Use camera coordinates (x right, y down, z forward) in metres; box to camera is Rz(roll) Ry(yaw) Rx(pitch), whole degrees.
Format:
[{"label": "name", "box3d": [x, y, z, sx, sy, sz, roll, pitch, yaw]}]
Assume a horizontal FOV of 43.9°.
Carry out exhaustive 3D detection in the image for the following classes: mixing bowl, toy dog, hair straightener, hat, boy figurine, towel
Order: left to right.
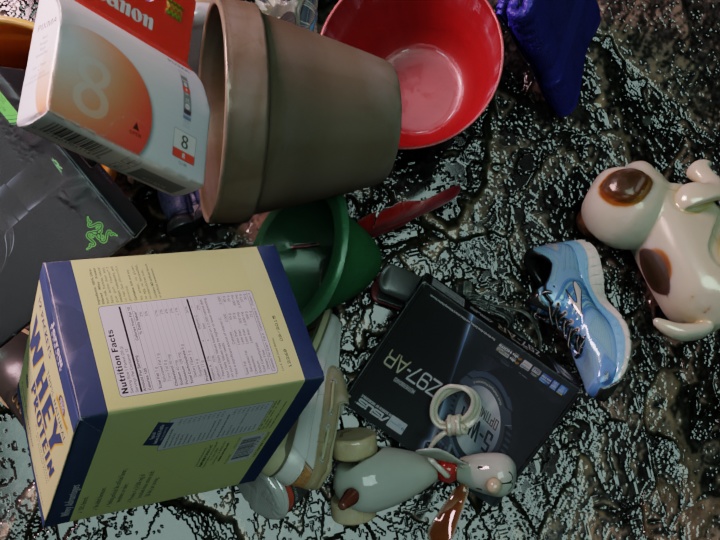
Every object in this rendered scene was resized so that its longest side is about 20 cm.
[{"label": "boy figurine", "box3d": [-0.202, -0.144, 0.967, 0.123, 0.064, 0.203, -19, 85, 0]}, {"label": "hat", "box3d": [0.000, 0.000, 0.963, 0.174, 0.199, 0.168, 18, 46, -38]}, {"label": "toy dog", "box3d": [0.050, 0.210, 0.890, 0.198, 0.096, 0.133, -24, 99, 13]}, {"label": "mixing bowl", "box3d": [0.059, -0.216, 0.977, 0.197, 0.108, 0.204, -1, 82, 10]}, {"label": "hair straightener", "box3d": [0.110, 0.044, 0.965, 0.198, 0.077, 0.041, 26, 68, -1]}, {"label": "towel", "box3d": [0.209, -0.283, 0.985, 0.049, 0.200, 0.150, 10, 73, 30]}, {"label": "toy dog", "box3d": [0.334, -0.034, 0.984, 0.200, 0.140, 0.194, 42, 75, 8]}]

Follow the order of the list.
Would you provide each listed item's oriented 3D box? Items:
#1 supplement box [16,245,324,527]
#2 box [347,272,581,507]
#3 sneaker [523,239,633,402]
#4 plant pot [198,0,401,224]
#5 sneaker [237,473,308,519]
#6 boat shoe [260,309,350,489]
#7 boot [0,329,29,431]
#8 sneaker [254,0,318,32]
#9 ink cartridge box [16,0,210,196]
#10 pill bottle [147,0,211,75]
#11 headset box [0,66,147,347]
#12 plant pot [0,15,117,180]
[{"label": "supplement box", "box3d": [-0.169, 0.097, 0.757, 0.197, 0.201, 0.136, -5, 56, -31]}, {"label": "box", "box3d": [0.105, 0.125, 0.936, 0.199, 0.044, 0.161, 35, 105, 0]}, {"label": "sneaker", "box3d": [0.220, 0.052, 0.948, 0.088, 0.079, 0.202, 3, 46, -15]}, {"label": "plant pot", "box3d": [-0.059, -0.142, 0.839, 0.171, 0.200, 0.204, 2, 80, -17]}, {"label": "sneaker", "box3d": [-0.118, 0.161, 0.934, 0.081, 0.077, 0.201, -24, 74, -43]}, {"label": "boat shoe", "box3d": [-0.049, 0.130, 0.915, 0.068, 0.075, 0.202, 31, 50, -17]}, {"label": "boot", "box3d": [-0.315, 0.123, 0.869, 0.200, 0.138, 0.077, 45, 78, 3]}, {"label": "sneaker", "box3d": [-0.083, -0.278, 1.006, 0.076, 0.087, 0.202, 3, 57, 17]}, {"label": "ink cartridge box", "box3d": [-0.192, -0.184, 0.750, 0.050, 0.161, 0.203, -8, 69, 37]}, {"label": "pill bottle", "box3d": [-0.193, -0.291, 0.942, 0.114, 0.116, 0.202, -16, 59, -9]}, {"label": "headset box", "box3d": [-0.303, -0.048, 0.752, 0.199, 0.093, 0.175, -37, 102, 1]}, {"label": "plant pot", "box3d": [-0.324, -0.136, 0.875, 0.196, 0.183, 0.204, -1, 100, -5]}]
